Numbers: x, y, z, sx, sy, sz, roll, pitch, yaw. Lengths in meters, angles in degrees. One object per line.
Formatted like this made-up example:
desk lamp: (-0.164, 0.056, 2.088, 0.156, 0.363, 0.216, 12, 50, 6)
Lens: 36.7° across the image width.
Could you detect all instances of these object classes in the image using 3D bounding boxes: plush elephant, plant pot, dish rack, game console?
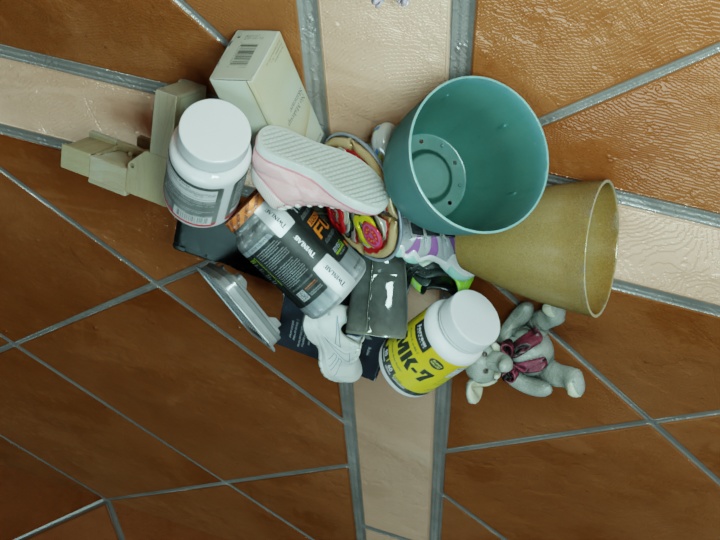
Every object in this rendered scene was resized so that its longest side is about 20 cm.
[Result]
plush elephant: (0.242, 0.140, 1.789, 0.200, 0.155, 0.165, -2, 102, 57)
plant pot: (0.240, -0.037, 1.510, 0.199, 0.187, 0.187, 5, 145, 26)
dish rack: (-0.209, 0.055, 1.921, 0.172, 0.044, 0.200, 52, 169, -19)
plant pot: (0.121, -0.137, 1.435, 0.200, 0.201, 0.161, 32, 163, -16)
game console: (-0.218, -0.057, 1.927, 0.199, 0.116, 0.176, 19, 118, 5)

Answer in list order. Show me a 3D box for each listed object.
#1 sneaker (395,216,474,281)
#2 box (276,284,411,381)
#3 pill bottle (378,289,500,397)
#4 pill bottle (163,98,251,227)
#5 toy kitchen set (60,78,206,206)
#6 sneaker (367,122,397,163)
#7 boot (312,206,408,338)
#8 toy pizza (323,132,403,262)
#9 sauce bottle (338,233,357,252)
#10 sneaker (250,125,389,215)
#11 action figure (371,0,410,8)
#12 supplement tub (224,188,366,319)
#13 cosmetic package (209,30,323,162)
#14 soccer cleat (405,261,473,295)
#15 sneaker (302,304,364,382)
sneaker: (0.134, -0.066, 1.621, 0.200, 0.078, 0.140, 17, 135, -37)
box: (-0.033, 0.074, 1.913, 0.200, 0.118, 0.197, 21, 148, 3)
pill bottle: (0.126, 0.115, 1.732, 0.114, 0.114, 0.200, 32, 139, -15)
pill bottle: (-0.212, -0.148, 1.509, 0.114, 0.114, 0.200, 24, 155, -4)
toy kitchen set: (-0.329, -0.227, 1.685, 0.200, 0.163, 0.181, 20, 117, 18)
sneaker: (0.011, -0.147, 1.593, 0.105, 0.076, 0.200, 14, 148, 15)
boot: (-0.002, 0.000, 1.718, 0.181, 0.073, 0.201, 12, 104, 19)
toy pizza: (-0.008, -0.102, 1.575, 0.200, 0.032, 0.201, 41, 145, 38)
sauce bottle: (-0.063, -0.059, 1.781, 0.200, 0.065, 0.065, 34, 147, -17)
sneaker: (-0.062, -0.117, 1.502, 0.200, 0.075, 0.105, 26, 140, -3)
action figure: (0.026, -0.379, 1.246, 0.199, 0.134, 0.149, 10, 106, -3)
supplement tub: (-0.099, -0.034, 1.620, 0.200, 0.123, 0.122, 44, 144, -11)
cosmetic package: (-0.129, -0.229, 1.530, 0.073, 0.104, 0.200, 6, 146, 26)
soccer cleat: (0.085, -0.012, 1.744, 0.200, 0.081, 0.068, 21, 149, 3)
sneaker: (-0.030, 0.126, 1.816, 0.087, 0.075, 0.200, 1, 143, 22)
